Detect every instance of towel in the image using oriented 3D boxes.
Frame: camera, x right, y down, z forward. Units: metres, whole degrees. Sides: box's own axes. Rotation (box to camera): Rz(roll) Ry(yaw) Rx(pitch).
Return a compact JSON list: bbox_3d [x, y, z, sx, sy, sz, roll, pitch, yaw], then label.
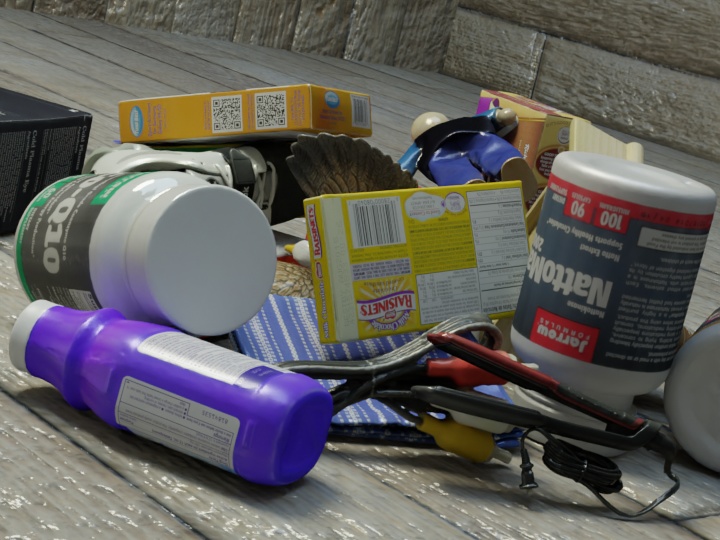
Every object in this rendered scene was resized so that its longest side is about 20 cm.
[{"bbox_3d":[0.008,0.064,1.132,0.199,0.024,0.145,7,34,-27],"label":"towel"}]

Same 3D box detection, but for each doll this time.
[{"bbox_3d":[0.084,-0.101,1.455,0.136,0.049,0.200,-28,27,-3],"label":"doll"}]

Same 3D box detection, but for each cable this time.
[{"bbox_3d":[0.025,0.072,1.042,0.199,0.097,0.050,6,15,-29],"label":"cable"}]

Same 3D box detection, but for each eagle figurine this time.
[{"bbox_3d":[-0.007,0.000,1.240,0.150,0.152,0.200,-13,-18,19],"label":"eagle figurine"}]

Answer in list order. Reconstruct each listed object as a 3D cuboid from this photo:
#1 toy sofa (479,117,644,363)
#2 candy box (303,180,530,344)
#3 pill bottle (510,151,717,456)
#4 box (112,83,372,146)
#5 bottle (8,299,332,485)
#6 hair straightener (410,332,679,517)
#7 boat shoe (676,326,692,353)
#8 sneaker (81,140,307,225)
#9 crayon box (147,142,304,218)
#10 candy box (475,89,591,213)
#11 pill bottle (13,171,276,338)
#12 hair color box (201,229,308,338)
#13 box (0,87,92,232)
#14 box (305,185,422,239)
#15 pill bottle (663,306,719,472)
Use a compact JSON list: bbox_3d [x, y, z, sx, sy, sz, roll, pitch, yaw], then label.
[{"bbox_3d":[0.160,-0.012,1.303,0.097,0.200,0.083,27,34,-10],"label":"toy sofa"},{"bbox_3d":[0.048,-0.009,1.173,0.200,0.103,0.026,-6,1,-41],"label":"candy box"},{"bbox_3d":[0.173,0.025,1.173,0.119,0.201,0.120,12,12,-3],"label":"pill bottle"},{"bbox_3d":[-0.104,-0.125,1.349,0.199,0.042,0.119,0,2,24],"label":"box"},{"bbox_3d":[-0.118,0.069,0.980,0.199,0.066,0.083,18,6,22],"label":"bottle"},{"bbox_3d":[0.120,0.109,1.043,0.200,0.077,0.041,24,-12,-18],"label":"hair straightener"},{"bbox_3d":[0.191,0.060,1.385,0.200,0.072,0.068,16,-16,40],"label":"boat shoe"},{"bbox_3d":[-0.114,-0.061,1.285,0.199,0.074,0.088,-3,13,-17],"label":"sneaker"},{"bbox_3d":[-0.113,-0.075,1.409,0.199,0.058,0.119,-3,-2,-15],"label":"crayon box"},{"bbox_3d":[0.138,-0.057,1.510,0.056,0.201,0.117,6,14,-28],"label":"candy box"},{"bbox_3d":[-0.145,-0.010,1.093,0.113,0.114,0.200,5,-1,-34],"label":"pill bottle"},{"bbox_3d":[-0.115,0.003,1.298,0.101,0.061,0.200,17,11,24],"label":"hair color box"},{"bbox_3d":[-0.371,-0.109,1.435,0.199,0.104,0.182,17,14,18],"label":"box"},{"bbox_3d":[0.028,-0.021,1.472,0.095,0.100,0.200,8,14,-24],"label":"box"},{"bbox_3d":[0.304,0.082,1.256,0.116,0.117,0.200,17,12,16],"label":"pill bottle"}]
